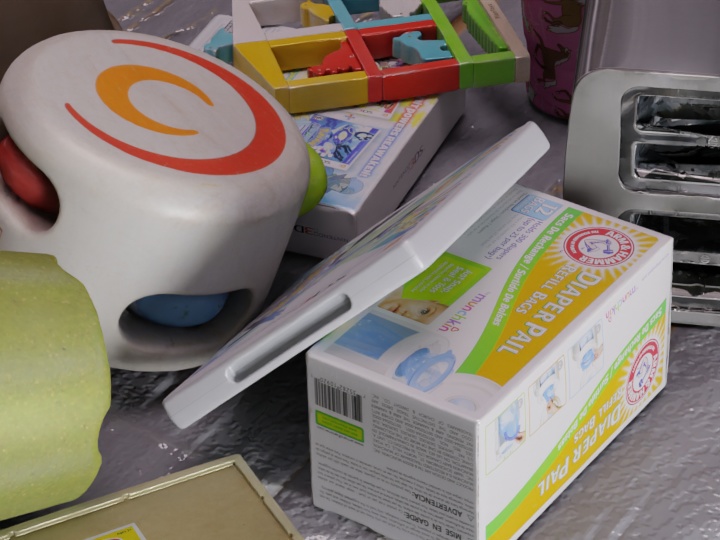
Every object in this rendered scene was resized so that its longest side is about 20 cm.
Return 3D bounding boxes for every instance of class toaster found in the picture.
[{"bbox_3d":[0.201,-0.073,1.497,0.199,0.182,0.119,5,36,9],"label":"toaster"}]

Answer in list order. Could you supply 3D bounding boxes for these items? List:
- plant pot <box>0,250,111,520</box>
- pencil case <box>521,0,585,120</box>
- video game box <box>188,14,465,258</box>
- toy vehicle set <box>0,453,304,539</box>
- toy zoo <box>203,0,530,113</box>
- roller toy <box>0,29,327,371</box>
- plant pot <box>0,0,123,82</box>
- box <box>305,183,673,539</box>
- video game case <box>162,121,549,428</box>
[{"bbox_3d":[-0.233,0.062,1.308,0.183,0.201,0.200,-5,31,-32],"label":"plant pot"},{"bbox_3d":[0.134,-0.189,1.658,0.083,0.201,0.087,23,52,33],"label":"pencil case"},{"bbox_3d":[-0.049,-0.088,1.649,0.181,0.047,0.200,10,36,20],"label":"video game box"},{"bbox_3d":[-0.124,0.164,1.302,0.199,0.027,0.124,-17,37,-21],"label":"toy vehicle set"},{"bbox_3d":[-0.004,-0.148,1.680,0.199,0.021,0.131,-9,34,-12],"label":"toy zoo"},{"bbox_3d":[-0.133,-0.037,1.478,0.199,0.140,0.183,23,30,2],"label":"roller toy"},{"bbox_3d":[-0.253,-0.186,1.690,0.199,0.174,0.200,-1,33,1],"label":"plant pot"},{"bbox_3d":[0.073,0.052,1.390,0.112,0.102,0.200,20,40,29],"label":"box"},{"bbox_3d":[0.000,0.000,1.408,0.182,0.022,0.200,-34,4,31],"label":"video game case"}]
